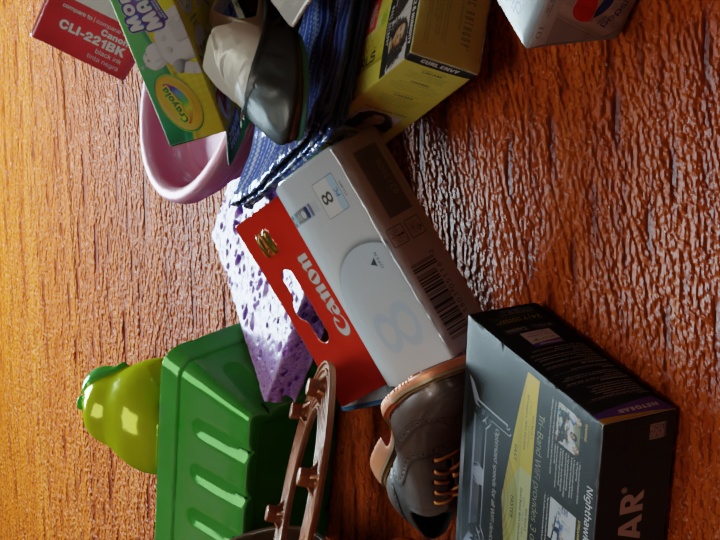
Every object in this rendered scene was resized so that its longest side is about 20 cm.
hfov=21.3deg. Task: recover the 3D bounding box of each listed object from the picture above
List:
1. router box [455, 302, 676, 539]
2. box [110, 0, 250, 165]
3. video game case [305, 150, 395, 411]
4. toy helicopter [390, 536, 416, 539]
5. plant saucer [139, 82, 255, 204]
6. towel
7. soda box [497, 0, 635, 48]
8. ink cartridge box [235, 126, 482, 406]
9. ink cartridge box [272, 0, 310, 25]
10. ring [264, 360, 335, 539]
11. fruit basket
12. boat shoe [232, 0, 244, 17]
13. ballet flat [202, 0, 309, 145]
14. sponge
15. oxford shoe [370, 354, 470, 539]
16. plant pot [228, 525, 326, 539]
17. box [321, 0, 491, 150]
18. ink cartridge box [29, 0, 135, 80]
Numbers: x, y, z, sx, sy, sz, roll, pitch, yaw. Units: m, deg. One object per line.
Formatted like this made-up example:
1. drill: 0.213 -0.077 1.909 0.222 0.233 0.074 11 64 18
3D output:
1. router box: 0.118 0.141 1.156 0.157 0.052 0.200 -139 45 -55
2. box: -0.124 -0.176 1.301 0.117 0.048 0.200 -71 -37 -61
3. video game case: 0.000 0.000 1.416 0.143 0.018 0.200 160 100 -67
4. toy helicopter: 0.012 0.293 1.355 0.079 0.132 0.200 -166 68 -64
5. plant saucer: -0.114 -0.150 1.527 0.200 0.051 0.201 -25 61 56
6. towel: -0.041 -0.134 1.318 0.200 0.024 0.145 145 139 -64
7. soda box: 0.088 -0.219 1.076 0.068 0.063 0.200 110 143 -48
8. ink cartridge box: -0.015 0.010 1.319 0.200 0.047 0.160 -32 89 52
9. ink cartridge box: -0.029 -0.276 1.258 0.160 0.047 0.200 -54 47 27
10. ring: -0.048 0.161 1.353 0.200 0.019 0.201 -167 90 -82
11. fruit basket: -0.126 0.128 1.574 0.215 0.155 0.216 26 125 45
12. boat shoe: -0.072 -0.224 1.376 0.200 0.065 0.072 -34 55 42
13. ballet flat: -0.069 -0.148 1.267 0.200 0.068 0.068 -91 13 -54
14. sponge: -0.071 -0.005 1.502 0.200 0.030 0.112 -111 33 -45
15. oxford shoe: 0.056 0.117 1.271 0.200 0.071 0.073 98 149 -63
16. plant pot: -0.056 0.333 1.470 0.200 0.187 0.187 60 166 -26
17. box: 0.022 -0.136 1.248 0.200 0.050 0.075 150 133 -66
18. ink cartridge box: -0.165 -0.270 1.468 0.144 0.084 0.200 -75 12 -61
